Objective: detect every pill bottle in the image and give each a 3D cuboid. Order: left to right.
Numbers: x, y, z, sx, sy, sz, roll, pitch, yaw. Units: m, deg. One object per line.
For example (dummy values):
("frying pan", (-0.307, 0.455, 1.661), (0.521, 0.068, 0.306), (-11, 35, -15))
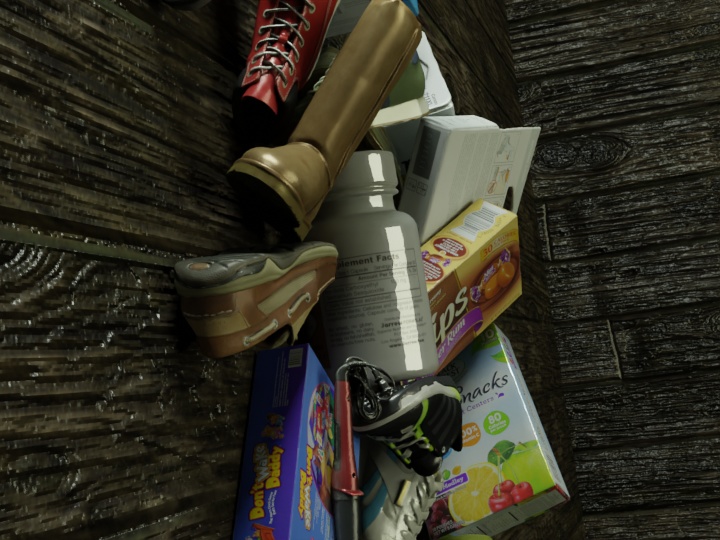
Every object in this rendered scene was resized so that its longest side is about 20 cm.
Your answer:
("pill bottle", (0.000, 0.000, 0.989), (0.114, 0.114, 0.201), (-2, 83, -74))

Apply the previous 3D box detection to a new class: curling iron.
("curling iron", (-0.002, 0.164, 0.852), (0.026, 0.049, 0.201), (135, -39, -69))

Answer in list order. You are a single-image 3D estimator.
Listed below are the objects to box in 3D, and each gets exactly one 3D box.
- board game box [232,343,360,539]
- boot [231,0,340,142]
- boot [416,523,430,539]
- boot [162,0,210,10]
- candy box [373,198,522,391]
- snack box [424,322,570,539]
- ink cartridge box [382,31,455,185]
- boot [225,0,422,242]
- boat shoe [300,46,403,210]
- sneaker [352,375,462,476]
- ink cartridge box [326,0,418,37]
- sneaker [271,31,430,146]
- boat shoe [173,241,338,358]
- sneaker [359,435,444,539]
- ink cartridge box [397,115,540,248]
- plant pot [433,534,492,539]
("board game box", (-0.045, 0.178, 0.852), (0.135, 0.045, 0.201), (64, 23, -46))
("boot", (-0.055, -0.206, 0.887), (0.145, 0.072, 0.201), (-74, -179, -52))
("boot", (0.101, 0.327, 1.238), (0.155, 0.076, 0.201), (22, 47, -66))
("boot", (-0.106, -0.256, 0.861), (0.132, 0.069, 0.201), (65, 26, -61))
("candy box", (0.084, 0.029, 1.142), (0.200, 0.056, 0.117), (-40, 139, -30))
("snack box", (0.116, 0.174, 1.161), (0.053, 0.142, 0.201), (46, 21, -49))
("ink cartridge box", (0.062, -0.147, 1.262), (0.200, 0.082, 0.146), (73, 1, -47))
("boot", (-0.023, -0.130, 0.870), (0.200, 0.066, 0.175), (-59, 177, -6))
("boat shoe", (-0.002, -0.133, 1.146), (0.201, 0.073, 0.063), (61, 28, -33))
("sneaker", (0.054, 0.139, 0.974), (0.200, 0.071, 0.083), (6, 68, -66))
("ink cartridge box", (-0.025, -0.311, 1.079), (0.200, 0.115, 0.067), (44, 40, -66))
("sneaker", (-0.012, -0.175, 1.026), (0.200, 0.067, 0.090), (-21, 112, -45))
("boat shoe", (-0.074, 0.020, 0.812), (0.200, 0.075, 0.074), (-16, 102, -66))
("sneaker", (0.036, 0.214, 1.055), (0.077, 0.080, 0.201), (56, 30, -59))
("ink cartridge box", (0.108, -0.066, 1.193), (0.173, 0.043, 0.201), (-11, 121, -50))
("plant pot", (0.099, 0.361, 1.049), (0.187, 0.186, 0.201), (50, 25, -61))
